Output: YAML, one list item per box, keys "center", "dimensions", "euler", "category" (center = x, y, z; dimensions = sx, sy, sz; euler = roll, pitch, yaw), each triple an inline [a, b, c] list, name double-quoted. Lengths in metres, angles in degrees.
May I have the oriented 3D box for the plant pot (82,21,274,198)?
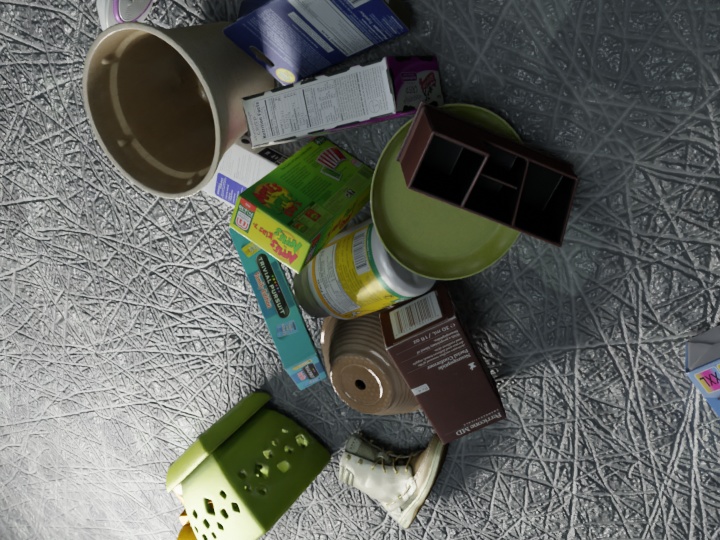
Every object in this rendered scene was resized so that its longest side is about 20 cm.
- center: [-0.205, -0.221, 0.887]
  dimensions: [0.195, 0.184, 0.205]
  euler: [13, 124, 21]
  category: "plant pot"

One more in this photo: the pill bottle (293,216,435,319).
- center: [0.000, 0.000, 0.941]
  dimensions: [0.198, 0.113, 0.114]
  euler: [-22, 106, 45]
  category: "pill bottle"

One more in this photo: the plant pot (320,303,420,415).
- center: [0.018, 0.138, 1.033]
  dimensions: [0.196, 0.093, 0.206]
  euler: [15, 124, 22]
  category: "plant pot"

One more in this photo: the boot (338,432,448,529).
- center: [0.047, 0.302, 1.127]
  dimensions: [0.152, 0.072, 0.203]
  euler: [30, 128, 13]
  category: "boot"

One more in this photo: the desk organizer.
- center: [0.143, -0.101, 0.774]
  dimensions: [0.195, 0.078, 0.073]
  euler: [19, 118, -15]
  category: "desk organizer"

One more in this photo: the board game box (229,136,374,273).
- center: [-0.062, -0.088, 0.874]
  dimensions: [0.100, 0.200, 0.048]
  euler: [32, 129, 7]
  category: "board game box"

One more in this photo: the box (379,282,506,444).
- center: [0.109, 0.126, 0.934]
  dimensions: [0.098, 0.076, 0.202]
  euler: [-25, 126, 10]
  category: "box"

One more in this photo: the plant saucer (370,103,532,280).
- center: [0.104, -0.091, 0.835]
  dimensions: [0.194, 0.031, 0.206]
  euler: [-3, 108, -10]
  category: "plant saucer"

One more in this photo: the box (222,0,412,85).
- center: [-0.053, -0.283, 0.815]
  dimensions: [0.196, 0.033, 0.120]
  euler: [-12, 150, 38]
  category: "box"

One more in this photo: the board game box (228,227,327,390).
- center: [-0.109, 0.048, 0.975]
  dimensions: [0.151, 0.046, 0.204]
  euler: [82, 163, -72]
  category: "board game box"

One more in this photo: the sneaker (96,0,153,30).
- center: [-0.318, -0.406, 0.926]
  dimensions: [0.098, 0.074, 0.204]
  euler: [31, 125, 26]
  category: "sneaker"

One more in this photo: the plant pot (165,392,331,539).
- center: [-0.200, 0.339, 1.211]
  dimensions: [0.182, 0.198, 0.200]
  euler: [48, 129, 3]
  category: "plant pot"

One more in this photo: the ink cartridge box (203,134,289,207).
- center: [-0.143, -0.124, 1.003]
  dimensions: [0.196, 0.039, 0.101]
  euler: [28, 128, 10]
  category: "ink cartridge box"

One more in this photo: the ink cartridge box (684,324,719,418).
- center: [0.477, 0.144, 0.792]
  dimensions: [0.201, 0.077, 0.136]
  euler: [49, 129, -7]
  category: "ink cartridge box"

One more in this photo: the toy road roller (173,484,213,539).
- center: [-0.300, 0.478, 1.372]
  dimensions: [0.121, 0.146, 0.204]
  euler: [-16, 110, 34]
  category: "toy road roller"

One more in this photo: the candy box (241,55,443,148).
- center: [-0.020, -0.194, 0.826]
  dimensions: [0.195, 0.136, 0.063]
  euler: [-5, 102, 32]
  category: "candy box"
